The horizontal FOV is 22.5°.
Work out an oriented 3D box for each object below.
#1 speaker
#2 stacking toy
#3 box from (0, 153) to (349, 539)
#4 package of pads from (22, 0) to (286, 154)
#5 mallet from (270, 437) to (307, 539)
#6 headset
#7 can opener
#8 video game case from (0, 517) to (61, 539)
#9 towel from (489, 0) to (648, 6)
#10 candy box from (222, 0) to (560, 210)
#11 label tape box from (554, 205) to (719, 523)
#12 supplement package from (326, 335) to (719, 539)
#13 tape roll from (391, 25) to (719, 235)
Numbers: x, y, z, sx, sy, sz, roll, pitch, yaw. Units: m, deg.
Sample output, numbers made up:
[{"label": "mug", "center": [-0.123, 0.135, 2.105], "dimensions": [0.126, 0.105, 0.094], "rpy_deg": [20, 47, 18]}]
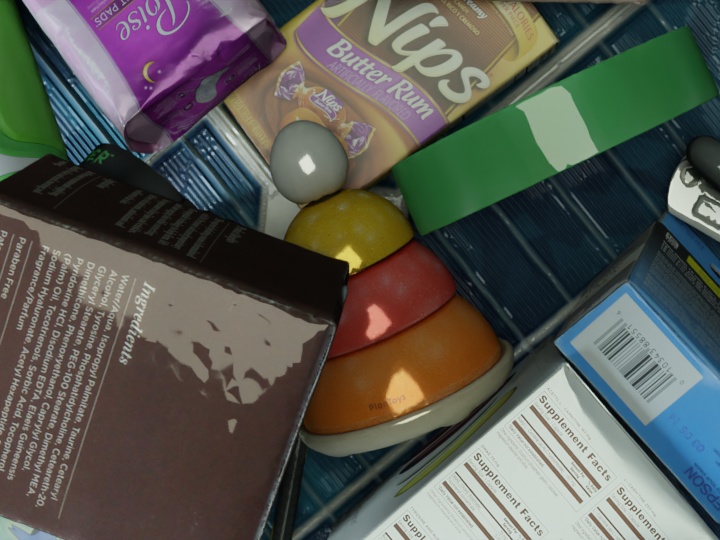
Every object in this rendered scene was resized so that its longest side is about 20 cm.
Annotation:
[{"label": "speaker", "center": [-0.239, -0.110, 1.142], "dimensions": [0.088, 0.089, 0.201], "rpy_deg": [-25, 65, 4]}, {"label": "stacking toy", "center": [0.000, 0.000, 1.119], "dimensions": [0.145, 0.146, 0.202], "rpy_deg": [-20, 100, 4]}, {"label": "box", "center": [-0.126, 0.052, 1.004], "dimensions": [0.198, 0.166, 0.166], "rpy_deg": [20, 100, 0]}, {"label": "package of pads", "center": [-0.151, -0.186, 1.138], "dimensions": [0.120, 0.076, 0.201], "rpy_deg": [-38, 77, 3]}, {"label": "mallet", "center": [-0.059, 0.204, 1.203], "dimensions": [0.041, 0.066, 0.202], "rpy_deg": [11, 78, -7]}, {"label": "headset", "center": [-0.098, -0.008, 1.162], "dimensions": [0.094, 0.123, 0.200], "rpy_deg": [-45, 104, -18]}, {"label": "can opener", "center": [0.286, -0.016, 1.159], "dimensions": [0.199, 0.066, 0.053], "rpy_deg": [31, 92, -3]}, {"label": "video game case", "center": [-0.190, 0.145, 1.128], "dimensions": [0.198, 0.022, 0.184], "rpy_deg": [-20, 69, 9]}, {"label": "towel", "center": [0.088, -0.265, 1.138], "dimensions": [0.189, 0.032, 0.202], "rpy_deg": [-2, 80, -11]}, {"label": "candy box", "center": [0.016, -0.133, 1.173], "dimensions": [0.199, 0.056, 0.117], "rpy_deg": [-37, 88, 3]}, {"label": "label tape box", "center": [0.203, 0.052, 1.108], "dimensions": [0.063, 0.200, 0.144], "rpy_deg": [-43, 89, 21]}, {"label": "supplement package", "center": [0.092, 0.165, 1.110], "dimensions": [0.200, 0.191, 0.147], "rpy_deg": [-41, 90, 4]}, {"label": "tape roll", "center": [0.117, -0.084, 1.096], "dimensions": [0.199, 0.200, 0.049], "rpy_deg": [-26, 91, 4]}]
